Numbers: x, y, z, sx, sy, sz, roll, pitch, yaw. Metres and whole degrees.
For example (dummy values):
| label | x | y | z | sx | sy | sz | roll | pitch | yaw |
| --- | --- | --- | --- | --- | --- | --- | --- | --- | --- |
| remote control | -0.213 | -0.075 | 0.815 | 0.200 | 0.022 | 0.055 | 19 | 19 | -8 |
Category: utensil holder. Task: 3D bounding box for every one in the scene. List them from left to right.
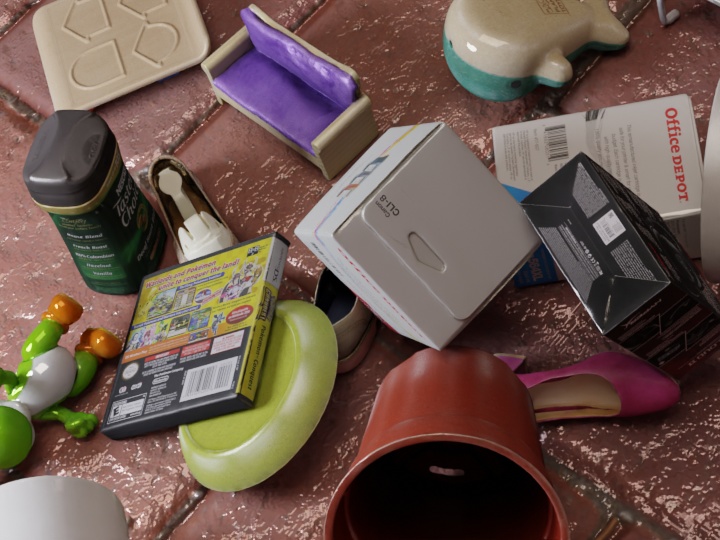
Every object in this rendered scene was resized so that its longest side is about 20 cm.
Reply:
| label | x | y | z | sx | sy | sz | roll | pitch | yaw |
| --- | --- | --- | --- | --- | --- | --- | --- | --- | --- |
| utensil holder | -0.274 | 0.307 | 1.474 | 0.168 | 0.171 | 0.201 | -18 | 51 | 3 |

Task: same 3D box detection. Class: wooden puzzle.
| label | x | y | z | sx | sy | sz | roll | pitch | yaw |
| --- | --- | --- | --- | --- | --- | --- | --- | --- | --- |
| wooden puzzle | -0.276 | -0.268 | 1.954 | 0.198 | 0.046 | 0.186 | -25 | 52 | 4 |

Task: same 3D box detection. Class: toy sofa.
| label | x | y | z | sx | sy | sz | roll | pitch | yaw |
| --- | --- | --- | --- | --- | --- | --- | --- | --- | --- |
| toy sofa | -0.080 | -0.195 | 1.808 | 0.083 | 0.098 | 0.199 | -43 | 56 | -15 |

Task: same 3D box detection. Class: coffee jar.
| label | x | y | z | sx | sy | sz | roll | pitch | yaw |
| --- | --- | --- | --- | --- | --- | --- | --- | --- | --- |
| coffee jar | -0.270 | -0.069 | 1.712 | 0.084 | 0.201 | 0.105 | 3 | 57 | 18 |

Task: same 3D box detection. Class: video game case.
| label | x | y | z | sx | sy | sz | roll | pitch | yaw |
| --- | --- | --- | --- | --- | --- | --- | --- | --- | --- |
| video game case | -0.162 | 0.066 | 1.642 | 0.199 | 0.025 | 0.182 | -17 | 50 | 39 |

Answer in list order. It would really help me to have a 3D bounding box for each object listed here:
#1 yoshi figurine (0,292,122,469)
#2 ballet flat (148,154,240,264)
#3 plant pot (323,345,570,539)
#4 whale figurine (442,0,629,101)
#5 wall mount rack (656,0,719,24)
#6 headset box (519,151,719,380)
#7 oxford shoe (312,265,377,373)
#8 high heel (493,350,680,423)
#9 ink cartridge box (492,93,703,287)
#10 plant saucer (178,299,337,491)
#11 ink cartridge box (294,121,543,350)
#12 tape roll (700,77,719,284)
| label | x | y | z | sx | sy | sz | roll | pitch | yaw |
| --- | --- | --- | --- | --- | --- | --- | --- | --- | --- |
| yoshi figurine | -0.322 | 0.125 | 1.654 | 0.112 | 0.112 | 0.201 | 27 | 70 | 23 |
| ballet flat | -0.175 | -0.047 | 1.752 | 0.068 | 0.067 | 0.201 | -32 | 54 | -6 |
| plant pot | 0.077 | 0.175 | 1.428 | 0.198 | 0.203 | 0.196 | -9 | 25 | 10 |
| whale figurine | 0.181 | -0.240 | 1.777 | 0.198 | 0.104 | 0.160 | -10 | 50 | -22 |
| wall mount rack | 0.411 | -0.304 | 1.757 | 0.174 | 0.075 | 0.200 | -45 | 56 | -11 |
| headset box | 0.241 | 0.001 | 1.464 | 0.077 | 0.200 | 0.150 | -38 | 60 | 15 |
| oxford shoe | 0.000 | 0.000 | 1.662 | 0.070 | 0.074 | 0.202 | 5 | 58 | 20 |
| high heel | 0.184 | 0.119 | 1.515 | 0.198 | 0.068 | 0.096 | 9 | 38 | 27 |
| ink cartridge box | 0.236 | -0.077 | 1.639 | 0.198 | 0.085 | 0.147 | -8 | 55 | 10 |
| plant saucer | -0.107 | 0.111 | 1.594 | 0.199 | 0.031 | 0.202 | -27 | 45 | 31 |
| ink cartridge box | 0.050 | -0.034 | 1.525 | 0.145 | 0.145 | 0.200 | -46 | 11 | -6 |
| tape roll | 0.393 | -0.082 | 1.523 | 0.138 | 0.203 | 0.204 | 5 | 57 | 20 |
